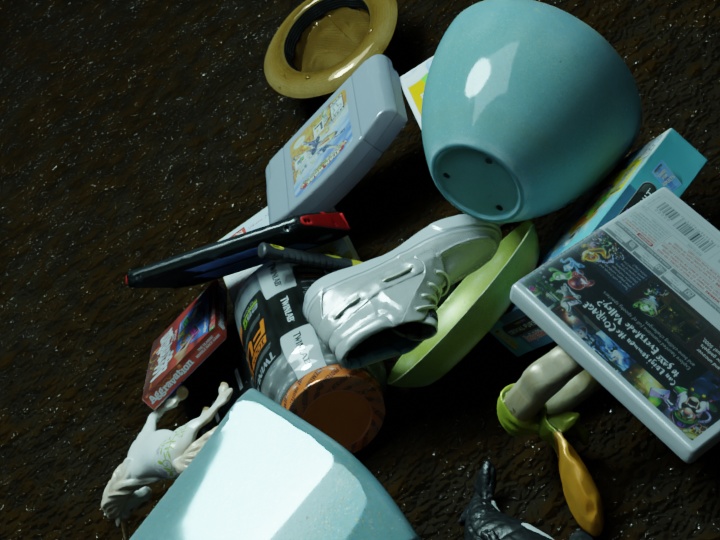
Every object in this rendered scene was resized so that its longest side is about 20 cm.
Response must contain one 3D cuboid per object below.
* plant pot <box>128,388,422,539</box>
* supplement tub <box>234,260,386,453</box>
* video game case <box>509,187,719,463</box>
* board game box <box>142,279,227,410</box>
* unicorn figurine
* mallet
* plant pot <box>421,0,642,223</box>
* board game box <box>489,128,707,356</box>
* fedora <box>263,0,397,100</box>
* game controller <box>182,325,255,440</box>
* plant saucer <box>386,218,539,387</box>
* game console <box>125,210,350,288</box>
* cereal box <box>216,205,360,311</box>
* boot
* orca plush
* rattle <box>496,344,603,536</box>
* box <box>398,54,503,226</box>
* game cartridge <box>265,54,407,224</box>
[{"bbox_3d":[-0.037,0.248,1.258,0.199,0.196,0.197,18,62,41],"label":"plant pot"},{"bbox_3d":[-0.046,0.082,1.510,0.122,0.123,0.200,-34,34,6],"label":"supplement tub"},{"bbox_3d":[0.250,0.037,1.257,0.181,0.023,0.200,-31,60,-27],"label":"video game case"},{"bbox_3d":[-0.178,0.072,1.621,0.103,0.019,0.200,-46,12,6],"label":"board game box"},{"bbox_3d":[-0.182,0.174,1.498,0.137,0.074,0.200,-50,4,-28],"label":"unicorn figurine"},{"bbox_3d":[0.000,0.000,1.526,0.066,0.199,0.041,42,120,55],"label":"mallet"},{"bbox_3d":[0.132,-0.122,1.410,0.199,0.201,0.135,-1,42,41],"label":"plant pot"},{"bbox_3d":[0.206,-0.023,1.407,0.200,0.047,0.151,-50,3,-18],"label":"board game box"},{"bbox_3d":[-0.023,-0.264,1.927,0.200,0.082,0.201,-20,43,20],"label":"fedora"},{"bbox_3d":[-0.132,0.138,1.581,0.104,0.042,0.200,-46,33,14],"label":"game controller"},{"bbox_3d":[0.101,0.037,1.442,0.200,0.031,0.200,-49,2,2],"label":"plant saucer"},{"bbox_3d":[-0.119,-0.018,1.600,0.199,0.031,0.177,-18,-1,15],"label":"game console"},{"bbox_3d":[-0.078,-0.007,1.714,0.144,0.040,0.200,-34,34,6],"label":"cereal box"},{"bbox_3d":[0.054,0.025,1.422,0.199,0.074,0.096,-26,47,-9],"label":"boot"},{"bbox_3d":[0.123,0.214,1.249,0.105,0.071,0.200,-32,35,8],"label":"orca plush"},{"bbox_3d":[0.222,0.103,1.307,0.199,0.131,0.143,-20,48,-36],"label":"rattle"},{"bbox_3d":[0.127,-0.147,1.636,0.112,0.101,0.200,-32,35,8],"label":"box"},{"bbox_3d":[-0.030,-0.128,1.694,0.200,0.041,0.133,-44,26,24],"label":"game cartridge"}]
